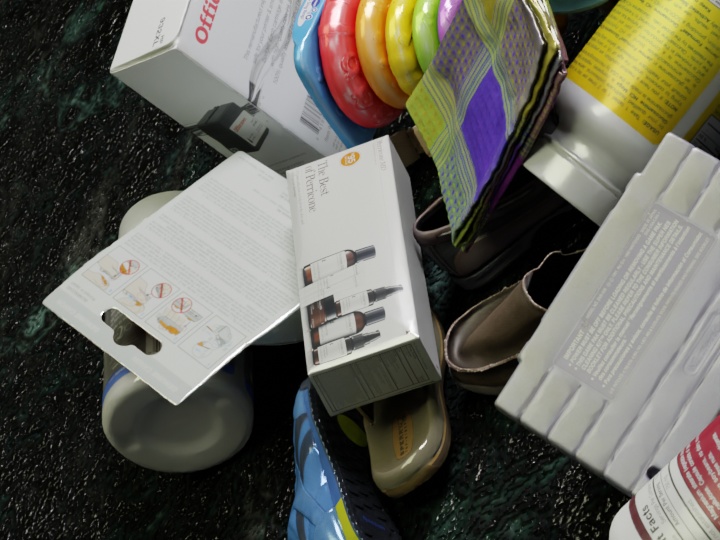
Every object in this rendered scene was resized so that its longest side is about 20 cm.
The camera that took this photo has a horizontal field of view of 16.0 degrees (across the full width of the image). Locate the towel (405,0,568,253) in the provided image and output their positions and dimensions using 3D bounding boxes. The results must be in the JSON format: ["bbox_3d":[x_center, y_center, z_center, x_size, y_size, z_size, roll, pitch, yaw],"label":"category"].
[{"bbox_3d":[0.081,-0.125,1.674,0.201,0.023,0.144,117,147,-47],"label":"towel"}]

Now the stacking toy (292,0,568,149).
[{"bbox_3d":[0.059,-0.165,1.821,0.199,0.110,0.117,-7,43,34],"label":"stacking toy"}]

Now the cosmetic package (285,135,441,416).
[{"bbox_3d":[0.000,0.000,1.748,0.082,0.051,0.201,-18,44,9],"label":"cosmetic package"}]

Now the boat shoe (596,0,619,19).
[{"bbox_3d":[0.196,-0.243,1.786,0.072,0.076,0.201,-28,43,32],"label":"boat shoe"}]

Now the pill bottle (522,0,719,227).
[{"bbox_3d":[0.197,-0.122,1.639,0.200,0.112,0.112,-52,33,4],"label":"pill bottle"}]

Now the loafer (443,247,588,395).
[{"bbox_3d":[0.123,0.018,1.647,0.199,0.071,0.073,-27,42,37],"label":"loafer"}]

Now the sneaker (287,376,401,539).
[{"bbox_3d":[-0.027,0.152,1.728,0.078,0.066,0.201,-45,34,22],"label":"sneaker"}]

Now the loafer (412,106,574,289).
[{"bbox_3d":[0.118,-0.072,1.741,0.200,0.063,0.072,-46,33,14],"label":"loafer"}]

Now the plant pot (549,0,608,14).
[{"bbox_3d":[0.135,-0.298,1.693,0.200,0.201,0.161,-17,26,44],"label":"plant pot"}]

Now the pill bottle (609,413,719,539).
[{"bbox_3d":[0.210,0.142,1.387,0.200,0.113,0.113,-45,34,16],"label":"pill bottle"}]

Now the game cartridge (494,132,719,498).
[{"bbox_3d":[0.183,0.030,1.537,0.129,0.038,0.201,32,87,27],"label":"game cartridge"}]

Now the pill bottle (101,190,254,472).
[{"bbox_3d":[-0.137,0.042,1.923,0.114,0.114,0.201,-35,37,28],"label":"pill bottle"}]

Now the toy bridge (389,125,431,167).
[{"bbox_3d":[0.071,-0.107,1.826,0.067,0.027,0.200,-33,6,-24],"label":"toy bridge"}]

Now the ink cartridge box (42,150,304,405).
[{"bbox_3d":[-0.103,0.014,1.836,0.200,0.047,0.160,-39,51,-23],"label":"ink cartridge box"}]

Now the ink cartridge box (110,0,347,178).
[{"bbox_3d":[-0.079,-0.167,1.952,0.083,0.200,0.146,-16,49,44],"label":"ink cartridge box"}]

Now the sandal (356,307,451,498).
[{"bbox_3d":[0.017,0.074,1.746,0.080,0.054,0.201,-40,29,21],"label":"sandal"}]
